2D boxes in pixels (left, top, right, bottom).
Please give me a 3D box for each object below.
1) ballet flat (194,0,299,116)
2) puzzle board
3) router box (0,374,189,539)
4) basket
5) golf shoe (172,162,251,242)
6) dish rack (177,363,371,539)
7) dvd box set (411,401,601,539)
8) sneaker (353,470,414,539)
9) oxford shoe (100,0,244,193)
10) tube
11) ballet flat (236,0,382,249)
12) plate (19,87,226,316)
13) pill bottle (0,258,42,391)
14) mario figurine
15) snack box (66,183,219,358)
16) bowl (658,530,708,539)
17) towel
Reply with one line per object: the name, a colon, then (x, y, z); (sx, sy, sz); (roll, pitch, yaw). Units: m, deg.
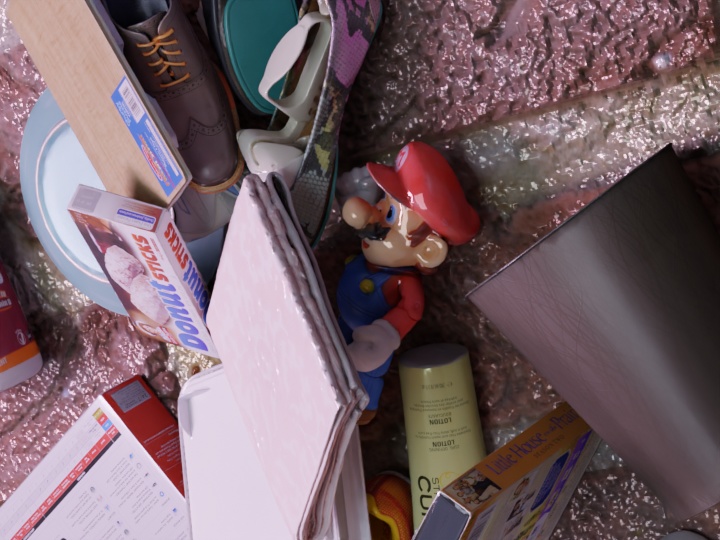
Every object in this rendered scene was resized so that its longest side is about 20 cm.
ballet flat: (-0.088, -0.207, 1.705); (0.073, 0.073, 0.200); (3, 119, 34)
puzzle board: (-0.182, -0.128, 1.709); (0.200, 0.017, 0.151); (60, 156, 6)
router box: (-0.185, 0.212, 1.937); (0.180, 0.049, 0.200); (51, 128, 8)
basket: (0.191, 0.047, 1.562); (0.200, 0.136, 0.180); (53, 132, 2)
golf shoe: (-0.159, -0.109, 1.769); (0.097, 0.078, 0.200); (-42, 80, 23)
dish rack: (-0.073, 0.148, 1.784); (0.171, 0.043, 0.200); (-22, 67, 38)
dvd box set: (0.088, 0.170, 1.633); (0.029, 0.200, 0.147); (36, 125, 19)
sneaker: (0.015, 0.247, 1.793); (0.073, 0.077, 0.200); (1, 109, 33)
oxford shoe: (-0.140, -0.145, 1.683); (0.071, 0.073, 0.200); (-27, 90, 1)
tube: (0.066, 0.153, 1.738); (0.058, 0.052, 0.200); (9, 114, 44)
ballet flat: (-0.043, -0.109, 1.677); (0.069, 0.071, 0.200); (34, 113, 47)
plate: (-0.188, -0.056, 1.854); (0.200, 0.026, 0.201); (12, 113, 31)
pill bottle: (-0.336, 0.007, 1.928); (0.109, 0.110, 0.200); (-19, 96, 38)
mario figurine: (0.000, 0.000, 1.678); (0.123, 0.106, 0.200); (33, 112, 25)
snack box: (-0.150, 0.003, 1.767); (0.072, 0.024, 0.200); (15, 157, 19)
bowl: (0.227, 0.303, 1.667); (0.200, 0.075, 0.200); (42, 125, 14)
towel: (-0.052, 0.062, 1.674); (0.191, 0.032, 0.200); (108, 146, -52)
